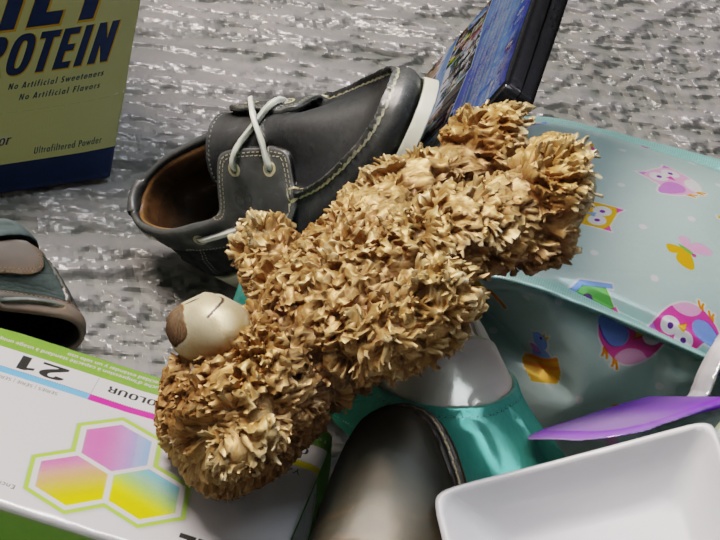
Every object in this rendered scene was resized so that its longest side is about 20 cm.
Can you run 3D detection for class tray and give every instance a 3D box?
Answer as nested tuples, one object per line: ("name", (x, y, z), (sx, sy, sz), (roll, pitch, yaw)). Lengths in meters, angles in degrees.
("tray", (0.099, 0.157, 0.948), (0.107, 0.022, 0.201), (-14, 62, 1))

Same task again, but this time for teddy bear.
("teddy bear", (0.000, 0.000, 1.019), (0.200, 0.067, 0.145), (-29, 36, 3))

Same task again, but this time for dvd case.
("dvd case", (0.026, -0.051, 1.191), (0.018, 0.200, 0.143), (34, 37, -11))

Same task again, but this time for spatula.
("spatula", (0.151, 0.024, 1.054), (0.200, 0.021, 0.056), (-33, 16, -30))

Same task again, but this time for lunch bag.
("lunch bag", (0.105, 0.017, 1.210), (0.199, 0.122, 0.171), (22, 35, 1))

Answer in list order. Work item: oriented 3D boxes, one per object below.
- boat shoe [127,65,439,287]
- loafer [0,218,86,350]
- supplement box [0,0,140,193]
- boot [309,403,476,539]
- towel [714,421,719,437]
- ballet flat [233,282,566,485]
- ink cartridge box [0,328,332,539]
("boat shoe", (-0.035, -0.044, 1.188), (0.068, 0.200, 0.072), (31, 62, -21))
("loafer", (-0.199, 0.029, 1.130), (0.063, 0.072, 0.200), (41, 40, 26))
("supplement box", (-0.205, -0.170, 1.293), (0.134, 0.200, 0.200), (-10, 41, -31))
("boot", (-0.007, 0.125, 0.956), (0.074, 0.097, 0.201), (-2, 63, 21))
("towel", (0.219, 0.084, 1.033), (0.200, 0.048, 0.171), (23, 68, 45))
("ballet flat", (0.011, 0.034, 1.079), (0.067, 0.071, 0.200), (-13, 28, -35))
("ink cartridge box", (-0.107, 0.124, 1.018), (0.147, 0.076, 0.200), (17, 33, 4))
